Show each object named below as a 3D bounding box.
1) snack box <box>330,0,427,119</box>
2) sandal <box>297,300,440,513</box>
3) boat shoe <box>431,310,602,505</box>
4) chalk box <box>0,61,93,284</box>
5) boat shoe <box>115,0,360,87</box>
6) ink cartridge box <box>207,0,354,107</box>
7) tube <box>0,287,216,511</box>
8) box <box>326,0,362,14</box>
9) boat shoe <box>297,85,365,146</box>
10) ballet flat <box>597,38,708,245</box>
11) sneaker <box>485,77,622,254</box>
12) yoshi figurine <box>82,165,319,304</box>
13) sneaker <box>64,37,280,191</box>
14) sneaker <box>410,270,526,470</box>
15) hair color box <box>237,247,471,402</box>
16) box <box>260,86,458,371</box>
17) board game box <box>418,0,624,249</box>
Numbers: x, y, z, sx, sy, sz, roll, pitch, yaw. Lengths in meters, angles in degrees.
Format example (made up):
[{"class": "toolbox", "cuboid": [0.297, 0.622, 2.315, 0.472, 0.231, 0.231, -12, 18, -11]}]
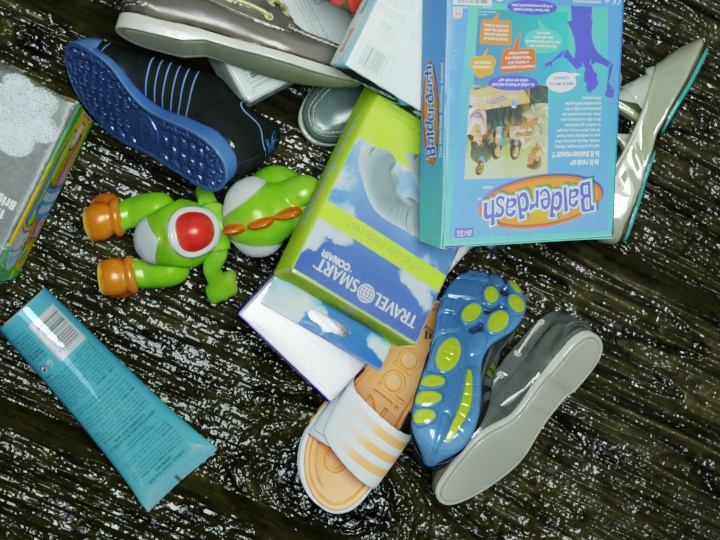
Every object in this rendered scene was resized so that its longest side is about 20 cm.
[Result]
[{"class": "snack box", "cuboid": [0.088, -0.161, 0.873, 0.199, 0.037, 0.117, 28, 89, -23]}, {"class": "sandal", "cuboid": [0.017, 0.113, 0.968, 0.079, 0.059, 0.207, 34, 86, -6]}, {"class": "boat shoe", "cuboid": [0.129, 0.119, 0.992, 0.200, 0.057, 0.067, -46, 131, -2]}, {"class": "chalk box", "cuboid": [-0.314, -0.065, 0.894, 0.124, 0.124, 0.201, 27, 87, -7]}, {"class": "boat shoe", "cuboid": [-0.090, -0.192, 0.897, 0.198, 0.072, 0.060, 12, 84, -11]}, {"class": "ink cartridge box", "cuboid": [-0.077, -0.264, 0.966, 0.173, 0.044, 0.201, -30, 94, -20]}, {"class": "tube", "cuboid": [-0.215, 0.105, 0.946, 0.077, 0.050, 0.200, -41, 99, -2]}, {"class": "box", "cuboid": [0.073, -0.244, 0.890, 0.199, 0.039, 0.138, 20, 111, -20]}, {"class": "boat shoe", "cuboid": [0.036, -0.171, 0.970, 0.199, 0.062, 0.073, -27, 93, -7]}, {"class": "ballet flat", "cuboid": [0.242, -0.123, 1.000, 0.069, 0.069, 0.201, 25, 87, -7]}, {"class": "sneaker", "cuboid": [0.154, -0.107, 0.984, 0.072, 0.072, 0.201, 30, 84, 0]}, {"class": "yoshi figurine", "cuboid": [-0.121, -0.039, 0.948, 0.198, 0.113, 0.113, -12, 51, 6]}, {"class": "sneaker", "cuboid": [-0.156, -0.137, 0.931, 0.199, 0.070, 0.078, 37, 47, 20]}, {"class": "sneaker", "cuboid": [0.084, 0.079, 0.950, 0.070, 0.083, 0.200, 22, 54, 5]}, {"class": "hair color box", "cuboid": [0.000, 0.000, 0.964, 0.109, 0.065, 0.200, 44, 86, -5]}, {"class": "box", "cuboid": [0.018, -0.036, 0.893, 0.121, 0.048, 0.201, 30, 74, -18]}, {"class": "board game box", "cuboid": [0.121, -0.121, 0.848, 0.151, 0.045, 0.202, -3, 101, -22]}]
